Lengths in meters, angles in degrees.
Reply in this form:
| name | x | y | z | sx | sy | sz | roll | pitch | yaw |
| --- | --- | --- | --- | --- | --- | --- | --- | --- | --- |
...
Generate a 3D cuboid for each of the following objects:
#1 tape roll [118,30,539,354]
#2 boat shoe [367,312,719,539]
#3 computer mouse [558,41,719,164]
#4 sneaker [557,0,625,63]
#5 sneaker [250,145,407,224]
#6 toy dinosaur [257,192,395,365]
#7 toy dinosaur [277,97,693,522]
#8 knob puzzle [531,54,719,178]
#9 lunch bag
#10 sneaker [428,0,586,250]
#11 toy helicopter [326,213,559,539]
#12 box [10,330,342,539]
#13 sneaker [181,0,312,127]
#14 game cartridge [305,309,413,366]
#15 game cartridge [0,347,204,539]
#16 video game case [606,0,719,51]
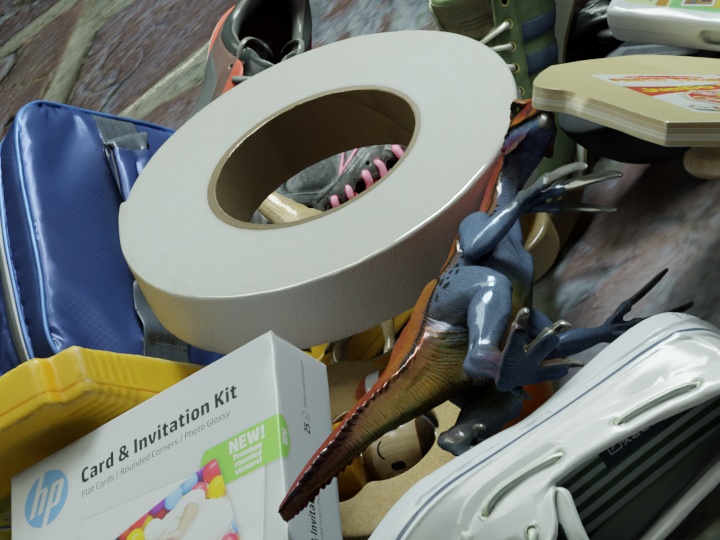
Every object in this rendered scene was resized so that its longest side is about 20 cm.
| name | x | y | z | sx | sy | sz | roll | pitch | yaw |
| --- | --- | --- | --- | --- | --- | --- | --- | --- | --- |
| tape roll | -0.016 | -0.039 | 1.274 | 0.202 | 0.037 | 0.203 | -17 | 34 | 12 |
| boat shoe | 0.069 | 0.095 | 1.025 | 0.200 | 0.074 | 0.067 | -47 | 26 | -2 |
| computer mouse | 0.183 | -0.106 | 1.341 | 0.200 | 0.053 | 0.138 | -38 | 21 | -23 |
| sneaker | 0.147 | -0.132 | 1.441 | 0.200 | 0.071 | 0.098 | -41 | 24 | -15 |
| sneaker | 0.002 | -0.051 | 1.462 | 0.095 | 0.079 | 0.200 | -7 | 35 | 32 |
| toy dinosaur | 0.000 | 0.000 | 1.367 | 0.199 | 0.058 | 0.102 | 16 | 76 | 33 |
| toy dinosaur | 0.047 | -0.001 | 1.125 | 0.199 | 0.105 | 0.182 | -8 | 34 | -8 |
| knob puzzle | 0.162 | -0.063 | 1.147 | 0.218 | 0.031 | 0.220 | 2 | 12 | 0 |
| lunch bag | -0.135 | 0.007 | 1.419 | 0.132 | 0.135 | 0.201 | -44 | 49 | 40 |
| sneaker | 0.064 | -0.109 | 1.360 | 0.067 | 0.090 | 0.201 | -9 | 67 | 35 |
| toy helicopter | 0.040 | 0.044 | 1.203 | 0.132 | 0.079 | 0.200 | 0 | 46 | 41 |
| box | -0.075 | 0.144 | 1.117 | 0.156 | 0.041 | 0.201 | -29 | 46 | 28 |
| sneaker | -0.066 | -0.082 | 1.521 | 0.082 | 0.077 | 0.201 | 115 | 163 | -62 |
| game cartridge | -0.025 | 0.016 | 1.497 | 0.176 | 0.032 | 0.200 | -48 | 21 | -25 |
| game cartridge | -0.134 | 0.094 | 1.283 | 0.176 | 0.033 | 0.200 | -30 | -23 | 29 |
| video game case | 0.234 | -0.168 | 1.271 | 0.181 | 0.022 | 0.200 | 10 | 51 | 30 |
